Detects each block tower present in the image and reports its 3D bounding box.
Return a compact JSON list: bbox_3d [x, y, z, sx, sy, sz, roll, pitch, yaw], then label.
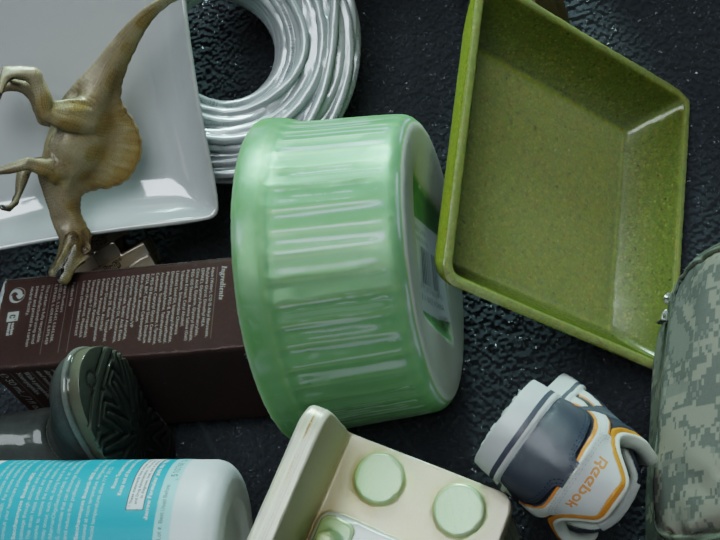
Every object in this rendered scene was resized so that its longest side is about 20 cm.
[{"bbox_3d":[-0.203,-0.073,0.905,0.057,0.054,0.201,-28,98,-1],"label":"block tower"}]

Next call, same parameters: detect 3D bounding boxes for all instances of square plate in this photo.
[{"bbox_3d":[-0.205,-0.119,0.859,0.198,0.028,0.200,-8,96,-2],"label":"square plate"}]

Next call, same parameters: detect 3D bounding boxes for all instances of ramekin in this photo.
[{"bbox_3d":[0.000,0.000,0.795,0.097,0.200,0.202,-7,67,14],"label":"ramekin"}]

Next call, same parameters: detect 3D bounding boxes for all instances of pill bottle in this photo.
[{"bbox_3d":[-0.167,0.164,0.746,0.198,0.111,0.112,-1,69,8],"label":"pill bottle"}]

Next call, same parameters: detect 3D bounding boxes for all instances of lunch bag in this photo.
[{"bbox_3d":[0.234,0.079,0.717,0.138,0.168,0.202,7,70,5],"label":"lunch bag"}]

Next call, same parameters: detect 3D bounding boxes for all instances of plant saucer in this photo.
[{"bbox_3d":[0.122,-0.052,0.821,0.048,0.198,0.202,-18,58,50],"label":"plant saucer"}]

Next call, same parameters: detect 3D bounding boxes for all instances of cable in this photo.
[{"bbox_3d":[-0.098,-0.160,0.919,0.198,0.069,0.202,-8,91,-8],"label":"cable"}]

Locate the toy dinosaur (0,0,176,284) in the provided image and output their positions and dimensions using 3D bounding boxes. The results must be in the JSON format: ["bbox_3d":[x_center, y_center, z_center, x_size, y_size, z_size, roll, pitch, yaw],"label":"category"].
[{"bbox_3d":[-0.184,-0.097,0.830,0.100,0.058,0.202,16,103,-20],"label":"toy dinosaur"}]

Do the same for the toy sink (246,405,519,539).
[{"bbox_3d":[0.016,0.174,0.725,0.111,0.200,0.131,18,73,18],"label":"toy sink"}]

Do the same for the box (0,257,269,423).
[{"bbox_3d":[-0.132,0.051,0.863,0.198,0.100,0.076,-7,57,12],"label":"box"}]

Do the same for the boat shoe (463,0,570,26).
[{"bbox_3d":[0.107,-0.179,0.920,0.064,0.073,0.202,-18,72,34],"label":"boat shoe"}]

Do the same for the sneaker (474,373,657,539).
[{"bbox_3d":[0.118,0.109,0.734,0.079,0.200,0.079,35,96,14],"label":"sneaker"}]

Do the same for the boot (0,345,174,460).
[{"bbox_3d":[-0.235,0.108,0.834,0.198,0.182,0.073,1,57,10],"label":"boot"}]
